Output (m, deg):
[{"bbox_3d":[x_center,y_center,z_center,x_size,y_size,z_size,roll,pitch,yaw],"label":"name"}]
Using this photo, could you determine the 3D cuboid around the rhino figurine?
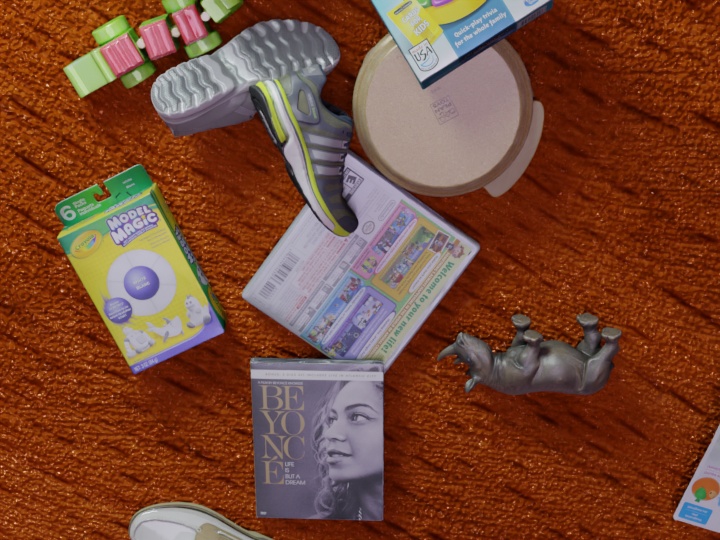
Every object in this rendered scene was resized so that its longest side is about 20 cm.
[{"bbox_3d":[0.183,0.098,1.486,0.198,0.060,0.088,-1,119,3],"label":"rhino figurine"}]

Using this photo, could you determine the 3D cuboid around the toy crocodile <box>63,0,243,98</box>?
[{"bbox_3d":[-0.208,-0.234,1.370,0.199,0.062,0.068,-24,107,7],"label":"toy crocodile"}]

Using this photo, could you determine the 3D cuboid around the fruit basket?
[{"bbox_3d":[0.473,0.228,1.519,0.184,0.094,0.201,17,110,-6],"label":"fruit basket"}]

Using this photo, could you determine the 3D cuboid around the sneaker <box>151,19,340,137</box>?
[{"bbox_3d":[-0.116,-0.195,1.389,0.198,0.082,0.075,-19,69,-8],"label":"sneaker"}]

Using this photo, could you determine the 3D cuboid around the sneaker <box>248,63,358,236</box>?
[{"bbox_3d":[-0.037,-0.118,1.367,0.081,0.074,0.201,-29,129,-4],"label":"sneaker"}]

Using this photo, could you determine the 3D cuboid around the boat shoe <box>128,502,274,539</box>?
[{"bbox_3d":[-0.170,0.323,1.549,0.198,0.068,0.075,17,107,-6],"label":"boat shoe"}]

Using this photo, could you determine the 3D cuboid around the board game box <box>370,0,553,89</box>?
[{"bbox_3d":[0.072,-0.303,1.319,0.150,0.047,0.201,-32,86,4],"label":"board game box"}]

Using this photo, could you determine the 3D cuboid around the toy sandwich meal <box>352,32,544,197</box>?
[{"bbox_3d":[0.091,-0.169,1.397,0.203,0.070,0.207,1,107,2],"label":"toy sandwich meal"}]

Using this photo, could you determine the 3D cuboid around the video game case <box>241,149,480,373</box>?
[{"bbox_3d":[0.000,0.000,1.472,0.181,0.022,0.201,34,104,-11],"label":"video game case"}]

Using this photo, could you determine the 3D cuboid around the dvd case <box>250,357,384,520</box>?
[{"bbox_3d":[-0.047,0.192,1.523,0.147,0.016,0.202,1,113,3],"label":"dvd case"}]

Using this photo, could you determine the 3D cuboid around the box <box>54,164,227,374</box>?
[{"bbox_3d":[-0.237,-0.002,1.454,0.117,0.048,0.201,-25,105,7],"label":"box"}]
